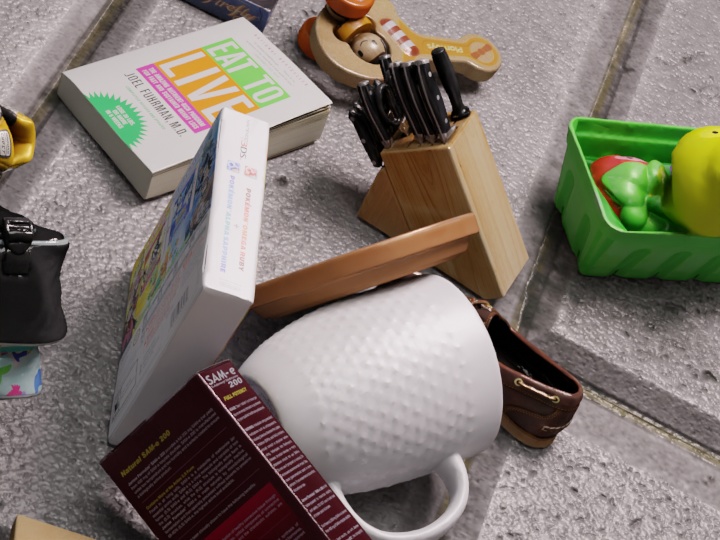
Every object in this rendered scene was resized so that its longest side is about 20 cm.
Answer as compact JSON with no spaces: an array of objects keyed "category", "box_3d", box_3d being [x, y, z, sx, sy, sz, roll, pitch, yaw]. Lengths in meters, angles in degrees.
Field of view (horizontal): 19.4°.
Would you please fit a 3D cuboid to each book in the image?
[{"category":"book","box_3d":[-0.143,-0.144,1.817,0.199,0.048,0.134,-24,61,-37]}]

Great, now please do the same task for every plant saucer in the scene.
[{"category":"plant saucer","box_3d":[0.000,0.000,1.664,0.200,0.200,0.032,-18,88,-37]}]

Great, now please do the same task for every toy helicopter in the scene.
[{"category":"toy helicopter","box_3d":[0.047,-0.195,1.934,0.199,0.079,0.133,2,52,-30]}]

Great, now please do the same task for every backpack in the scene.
[{"category":"backpack","box_3d":[-0.308,0.014,1.494,0.177,0.151,0.200,0,14,-27]}]

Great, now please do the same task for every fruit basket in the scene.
[{"category":"fruit basket","box_3d":[0.294,-0.080,1.869,0.214,0.216,0.156,3,51,-25]}]

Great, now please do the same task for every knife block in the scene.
[{"category":"knife block","box_3d":[0.078,-0.093,1.786,0.200,0.176,0.064,34,45,4]}]

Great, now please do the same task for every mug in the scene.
[{"category":"mug","box_3d":[0.007,0.118,1.593,0.175,0.148,0.201,-17,70,-29]}]

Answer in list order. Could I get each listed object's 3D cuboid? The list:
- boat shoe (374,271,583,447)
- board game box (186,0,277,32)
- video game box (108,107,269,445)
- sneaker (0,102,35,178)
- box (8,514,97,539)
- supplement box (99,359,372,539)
[{"category":"boat shoe","box_3d":[0.099,0.058,1.742,0.200,0.070,0.070,37,46,9]},{"category":"board game box","box_3d":[-0.158,-0.310,1.957,0.199,0.035,0.136,25,45,-5]},{"category":"video game box","box_3d":[-0.129,0.010,1.576,0.047,0.200,0.183,17,46,-18]},{"category":"sneaker","box_3d":[-0.289,-0.098,1.478,0.082,0.078,0.200,6,9,13]},{"category":"box","box_3d":[-0.168,0.262,1.419,0.163,0.021,0.200,21,33,-18]},{"category":"supplement box","box_3d":[-0.079,0.176,1.489,0.200,0.109,0.061,51,21,6]}]
